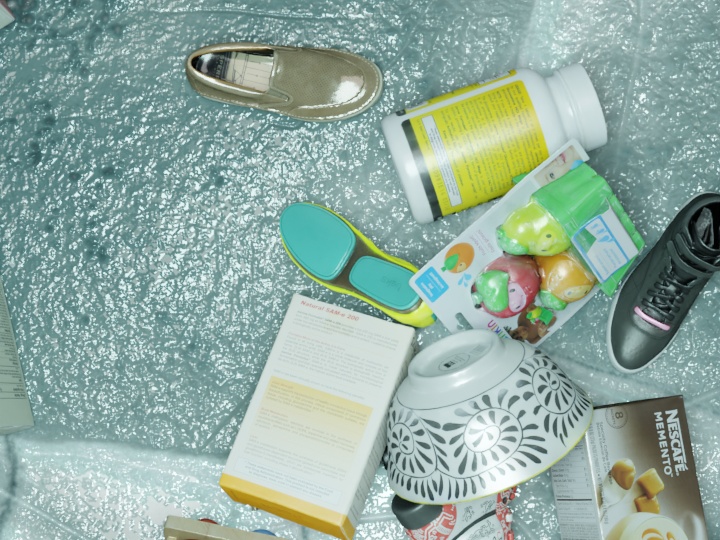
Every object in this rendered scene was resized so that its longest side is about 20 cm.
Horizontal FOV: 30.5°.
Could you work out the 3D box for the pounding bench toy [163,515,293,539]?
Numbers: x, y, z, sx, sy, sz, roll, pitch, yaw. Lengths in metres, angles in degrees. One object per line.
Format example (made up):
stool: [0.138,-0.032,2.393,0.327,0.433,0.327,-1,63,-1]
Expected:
pounding bench toy: [-0.135,0.339,1.244,0.124,0.200,0.156,11,53,3]

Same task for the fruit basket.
fruit basket: [0.165,-0.001,1.235,0.200,0.185,0.094,-45,41,-4]

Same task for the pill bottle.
pill bottle: [0.129,-0.127,1.271,0.200,0.112,0.113,-19,83,2]

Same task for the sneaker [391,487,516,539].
sneaker: [0.126,0.202,1.267,0.201,0.067,0.108,-42,113,-22]

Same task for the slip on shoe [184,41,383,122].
slip on shoe: [-0.077,-0.195,1.319,0.199,0.061,0.076,10,85,5]

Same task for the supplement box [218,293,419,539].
supplement box: [-0.035,0.137,1.245,0.126,0.074,0.200,17,70,15]

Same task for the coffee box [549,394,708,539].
coffee box: [0.250,0.224,1.225,0.114,0.080,0.201,-5,83,-22]

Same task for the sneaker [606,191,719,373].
sneaker: [0.297,0.007,1.252,0.071,0.099,0.200,31,88,5]

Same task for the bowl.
bowl: [0.099,0.114,1.187,0.200,0.201,0.094,-23,109,1]

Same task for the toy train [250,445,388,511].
toy train: [-0.020,0.197,1.281,0.199,0.046,0.034,-16,83,2]

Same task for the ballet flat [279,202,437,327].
ballet flat: [0.000,0.000,1.284,0.200,0.067,0.067,32,86,35]

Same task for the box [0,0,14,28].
box: [-0.457,-0.324,1.328,0.109,0.128,0.200,-30,83,0]

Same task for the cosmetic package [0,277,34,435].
cosmetic package: [-0.390,0.066,1.295,0.071,0.105,0.201,-15,82,4]
